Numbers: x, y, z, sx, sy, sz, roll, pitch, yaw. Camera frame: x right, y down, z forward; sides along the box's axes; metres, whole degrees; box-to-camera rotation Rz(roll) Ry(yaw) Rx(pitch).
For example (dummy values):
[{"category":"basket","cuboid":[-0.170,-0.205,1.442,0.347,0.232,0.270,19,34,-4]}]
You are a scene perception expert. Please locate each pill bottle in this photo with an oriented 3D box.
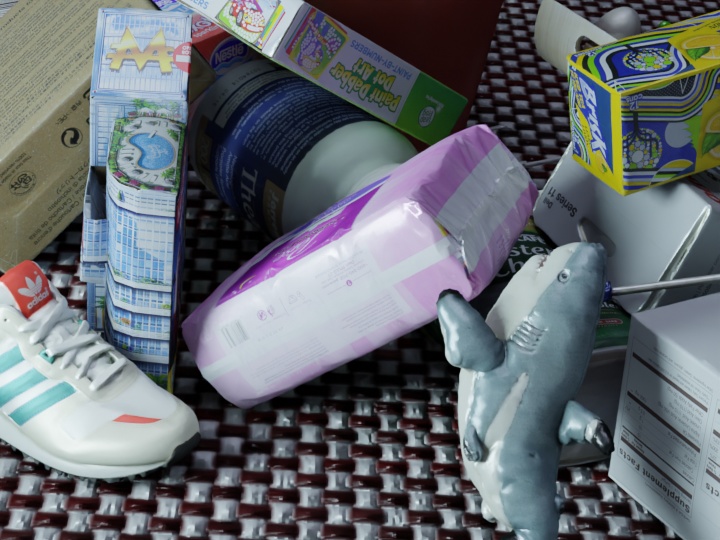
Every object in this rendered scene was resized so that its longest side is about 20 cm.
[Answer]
[{"category":"pill bottle","cuboid":[-0.025,-0.063,1.199,0.111,0.111,0.200,-15,34,-31]}]

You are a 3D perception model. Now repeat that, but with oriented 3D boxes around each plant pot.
[{"category":"plant pot","cuboid":[0.016,-0.182,1.352,0.200,0.177,0.200,3,28,-2]}]

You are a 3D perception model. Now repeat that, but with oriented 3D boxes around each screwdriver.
[{"category":"screwdriver","cuboid":[0.157,0.007,0.974,0.200,0.029,0.028,-11,33,8]}]

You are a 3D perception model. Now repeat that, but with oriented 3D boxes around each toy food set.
[{"category":"toy food set","cuboid":[0.226,-0.121,1.169,0.200,0.060,0.144,16,18,-37]}]

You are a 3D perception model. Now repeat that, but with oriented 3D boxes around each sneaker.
[{"category":"sneaker","cuboid":[-0.180,0.049,0.991,0.200,0.093,0.070,19,32,27]}]

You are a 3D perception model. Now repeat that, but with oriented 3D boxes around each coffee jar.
[{"category":"coffee jar","cuboid":[0.100,0.033,1.065,0.104,0.085,0.200,-9,30,-20]}]

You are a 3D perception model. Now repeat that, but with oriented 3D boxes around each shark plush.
[{"category":"shark plush","cuboid":[0.091,0.082,0.892,0.083,0.091,0.200,-10,56,22]}]

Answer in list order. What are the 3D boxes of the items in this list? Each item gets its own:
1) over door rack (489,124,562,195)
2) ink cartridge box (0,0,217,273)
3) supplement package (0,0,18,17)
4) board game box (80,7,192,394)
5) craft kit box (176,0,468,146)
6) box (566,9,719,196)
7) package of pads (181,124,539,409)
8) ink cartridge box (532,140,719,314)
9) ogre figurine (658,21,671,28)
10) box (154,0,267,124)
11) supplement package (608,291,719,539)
[{"category":"over door rack","cuboid":[0.154,-0.058,1.260,0.200,0.067,0.148,4,19,29]},{"category":"ink cartridge box","cuboid":[-0.215,-0.117,1.203,0.200,0.075,0.165,-44,37,3]},{"category":"supplement package","cuboid":[-0.296,-0.264,1.452,0.147,0.191,0.200,-17,34,-35]},{"category":"board game box","cuboid":[-0.138,-0.049,1.065,0.062,0.200,0.200,2,28,-4]},{"category":"craft kit box","cuboid":[-0.055,-0.163,1.143,0.197,0.049,0.200,37,9,34]},{"category":"box","cuboid":[0.223,-0.111,1.015,0.200,0.070,0.064,-18,33,-17]},{"category":"package of pads","cuboid":[0.000,0.000,1.021,0.200,0.076,0.121,-29,10,34]},{"category":"ink cartridge box","cuboid":[0.229,-0.011,1.087,0.200,0.083,0.147,17,20,-33]},{"category":"ogre figurine","cuboid":[0.323,-0.171,1.467,0.200,0.098,0.120,11,7,-18]},{"category":"box","cuboid":[-0.144,-0.160,1.380,0.103,0.095,0.200,22,33,31]},{"category":"supplement package","cuboid":[0.267,0.084,0.961,0.200,0.111,0.156,-12,31,-28]}]
